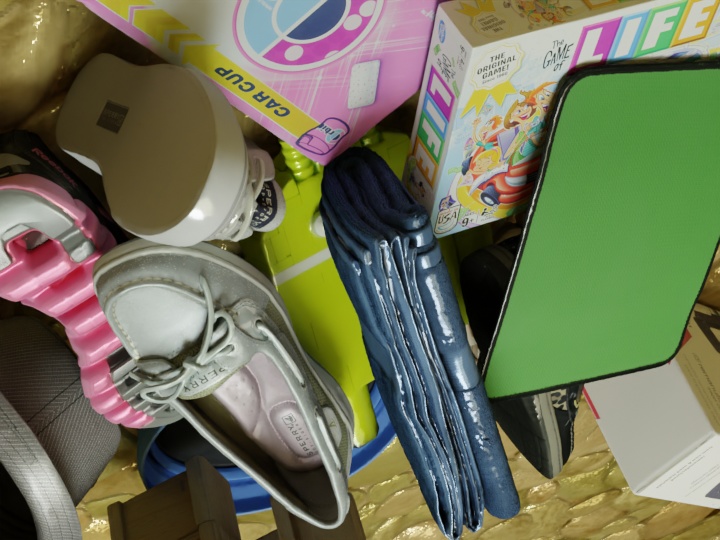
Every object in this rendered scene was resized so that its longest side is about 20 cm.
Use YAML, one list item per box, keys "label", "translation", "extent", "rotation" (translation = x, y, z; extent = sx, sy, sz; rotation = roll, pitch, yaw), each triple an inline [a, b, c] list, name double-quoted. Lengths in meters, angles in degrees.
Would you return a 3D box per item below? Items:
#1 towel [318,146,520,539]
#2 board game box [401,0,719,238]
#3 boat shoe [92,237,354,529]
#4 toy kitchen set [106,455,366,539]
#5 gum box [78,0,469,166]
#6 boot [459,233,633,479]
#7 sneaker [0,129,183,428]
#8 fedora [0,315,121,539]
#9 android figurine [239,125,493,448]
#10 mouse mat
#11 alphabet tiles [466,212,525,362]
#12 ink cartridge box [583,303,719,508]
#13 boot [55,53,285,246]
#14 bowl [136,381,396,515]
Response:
- label: "towel"
  translation: [0.027, 0.039, 0.727]
  extent: [0.048, 0.112, 0.201]
  rotation: [-23, 121, -5]
- label: "board game box"
  translation: [0.122, -0.096, 0.708]
  extent: [0.199, 0.034, 0.135]
  rotation: [-18, 145, -22]
- label: "boat shoe"
  translation: [-0.062, 0.058, 0.694]
  extent: [0.074, 0.065, 0.202]
  rotation: [-24, 133, 13]
- label: "toy kitchen set"
  translation: [-0.099, 0.169, 0.838]
  extent: [0.162, 0.201, 0.181]
  rotation: [-27, 136, 8]
- label: "gum box"
  translation: [-0.041, -0.141, 0.625]
  extent: [0.113, 0.066, 0.200]
  rotation: [-37, 143, 18]
- label: "boot"
  translation: [0.145, 0.029, 0.835]
  extent: [0.153, 0.073, 0.204]
  rotation: [-34, 139, -15]
- label: "sneaker"
  translation: [-0.141, 0.003, 0.732]
  extent: [0.079, 0.096, 0.200]
  rotation: [-29, 132, 2]
- label: "fedora"
  translation: [-0.208, 0.091, 0.798]
  extent: [0.090, 0.177, 0.200]
  rotation: [-41, -175, -36]
- label: "android figurine"
  translation: [0.000, 0.000, 0.788]
  extent: [0.181, 0.041, 0.201]
  rotation: [-27, 120, -26]
- label: "mouse mat"
  translation: [0.145, -0.020, 0.744]
  extent: [0.160, 0.008, 0.201]
  rotation: [-8, 125, -33]
- label: "alphabet tiles"
  translation: [0.110, 0.008, 0.888]
  extent: [0.200, 0.015, 0.196]
  rotation: [-46, 127, 0]
- label: "ink cartridge box"
  translation: [0.265, 0.103, 1.062]
  extent: [0.199, 0.145, 0.084]
  rotation: [17, 130, -43]
- label: "boot"
  translation: [-0.069, -0.047, 0.627]
  extent: [0.095, 0.200, 0.074]
  rotation: [26, 97, -30]
- label: "bowl"
  translation: [-0.062, 0.105, 0.971]
  extent: [0.199, 0.040, 0.201]
  rotation: [-15, 145, -11]
